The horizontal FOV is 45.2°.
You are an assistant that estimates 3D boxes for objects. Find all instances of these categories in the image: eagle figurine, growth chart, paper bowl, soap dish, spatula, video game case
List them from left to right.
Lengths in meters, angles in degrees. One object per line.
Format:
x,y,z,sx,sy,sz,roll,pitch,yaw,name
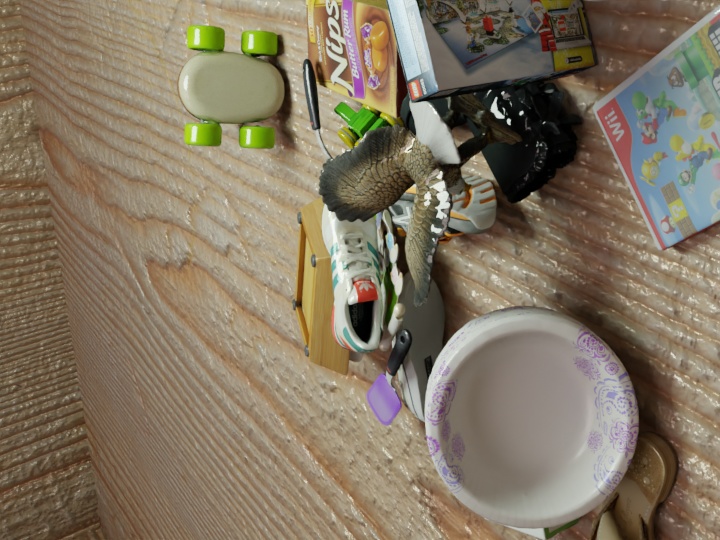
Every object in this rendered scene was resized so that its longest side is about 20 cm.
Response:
-0.046,-0.165,1.094,0.056,0.020,0.203,-161,55,-72,spatula
-0.042,0.017,1.177,0.158,0.080,0.203,-111,23,-53,soap dish
0.029,-0.005,1.068,0.146,0.017,0.203,101,164,-55,growth chart
0.040,0.131,1.076,0.057,0.020,0.201,58,156,27,spatula
0.056,-0.080,0.827,0.200,0.150,0.152,-48,26,19,eagle figurine
0.160,0.136,0.843,0.104,0.197,0.204,-76,-26,-83,paper bowl
0.280,-0.117,0.682,0.200,0.017,0.145,-40,69,58,video game case

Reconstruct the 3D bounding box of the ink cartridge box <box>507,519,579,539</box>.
0.172,0.183,0.959,0.103,0.059,0.204,-1,103,59,ink cartridge box

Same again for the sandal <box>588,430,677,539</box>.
0.251,0.257,0.852,0.077,0.069,0.215,37,134,46,sandal

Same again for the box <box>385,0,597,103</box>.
0.110,-0.226,0.733,0.037,0.198,0.139,-12,93,55,box

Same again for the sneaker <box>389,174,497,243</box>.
0.092,-0.064,0.972,0.200,0.077,0.079,-150,49,-63,sneaker

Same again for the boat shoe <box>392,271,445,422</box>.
0.067,0.094,1.091,0.069,0.070,0.203,16,124,52,boat shoe

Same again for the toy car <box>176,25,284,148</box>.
-0.212,-0.274,1.320,0.200,0.155,0.167,-157,68,-67,toy car

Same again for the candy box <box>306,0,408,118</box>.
0.006,-0.267,1.034,0.199,0.056,0.119,35,134,50,candy box

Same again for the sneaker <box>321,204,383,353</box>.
0.000,0.001,1.017,0.093,0.069,0.204,-161,67,-72,sneaker

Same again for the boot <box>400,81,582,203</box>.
0.128,-0.144,0.879,0.164,0.073,0.198,61,149,11,boot

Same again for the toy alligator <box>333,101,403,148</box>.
0.032,-0.154,1.047,0.200,0.059,0.054,39,175,46,toy alligator
